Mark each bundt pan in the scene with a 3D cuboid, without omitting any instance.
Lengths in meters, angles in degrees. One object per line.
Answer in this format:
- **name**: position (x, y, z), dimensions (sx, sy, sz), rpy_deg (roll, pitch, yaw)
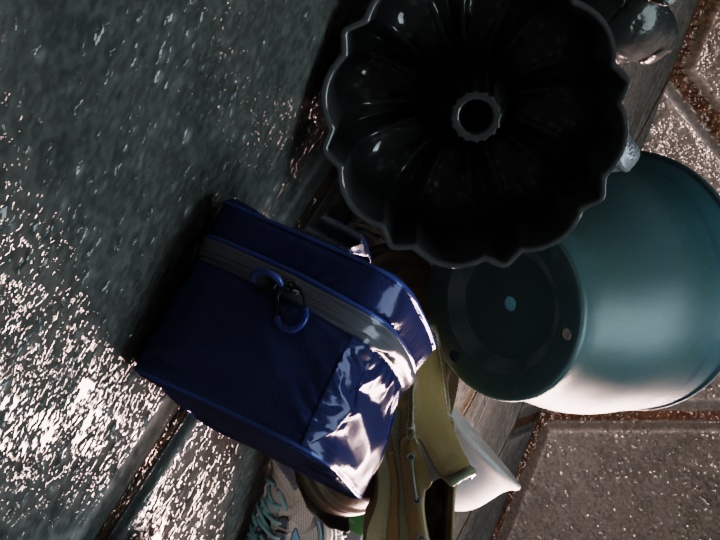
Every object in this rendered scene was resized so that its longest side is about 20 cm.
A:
- **bundt pan**: position (0.071, -0.109, 1.011), dimensions (0.076, 0.200, 0.204), rpy_deg (-96, -155, -72)

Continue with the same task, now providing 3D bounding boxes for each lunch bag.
- **lunch bag**: position (-0.038, 0.040, 0.927), dimensions (0.133, 0.135, 0.200), rpy_deg (-63, 166, -12)

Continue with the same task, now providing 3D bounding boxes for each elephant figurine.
- **elephant figurine**: position (0.157, -0.171, 1.276), dimensions (0.200, 0.142, 0.155), rpy_deg (-41, 150, 5)

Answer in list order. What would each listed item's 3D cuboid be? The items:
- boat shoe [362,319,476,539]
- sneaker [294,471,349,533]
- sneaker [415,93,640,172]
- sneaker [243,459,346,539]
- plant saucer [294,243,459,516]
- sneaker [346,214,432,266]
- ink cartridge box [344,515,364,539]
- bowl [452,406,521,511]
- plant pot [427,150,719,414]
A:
- **boat shoe**: position (0.049, 0.131, 1.093), dimensions (0.071, 0.076, 0.203), rpy_deg (-18, 113, -50)
- **sneaker**: position (-0.010, 0.093, 1.202), dimensions (0.201, 0.103, 0.060), rpy_deg (-59, 166, -27)
- **sneaker**: position (0.091, -0.091, 1.101), dimensions (0.075, 0.198, 0.116), rpy_deg (-79, -165, -70)
- **sneaker**: position (-0.059, 0.220, 1.303), dimensions (0.085, 0.078, 0.202), rpy_deg (-20, 130, -10)
- **plant saucer**: position (0.017, 0.082, 1.126), dimensions (0.199, 0.029, 0.203), rpy_deg (-20, 115, -51)
- **sneaker**: position (0.000, 0.000, 1.154), dimensions (0.100, 0.077, 0.202), rpy_deg (67, 40, -54)
- **ink cartridge box**: position (-0.041, 0.282, 1.465), dimensions (0.202, 0.083, 0.146), rpy_deg (-65, 168, -3)
- **bowl**: position (0.053, 0.158, 1.458), dimensions (0.090, 0.201, 0.201), rpy_deg (-41, 167, 2)
- **plant pot**: position (0.155, 0.016, 1.139), dimensions (0.187, 0.199, 0.202), rpy_deg (-8, 124, -51)
